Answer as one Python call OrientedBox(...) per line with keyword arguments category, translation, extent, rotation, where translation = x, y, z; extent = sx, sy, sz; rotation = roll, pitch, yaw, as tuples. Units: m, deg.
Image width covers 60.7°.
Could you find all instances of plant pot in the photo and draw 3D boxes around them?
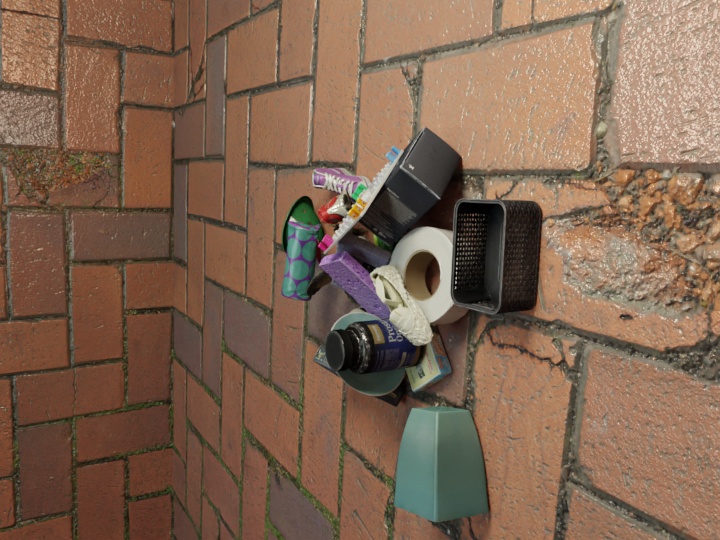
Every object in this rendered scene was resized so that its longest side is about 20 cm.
OrientedBox(category="plant pot", translation=(0.165, 0.385, 1.260), extent=(0.141, 0.140, 0.202), rotation=(-9, 78, 58))

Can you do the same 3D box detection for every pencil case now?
OrientedBox(category="pencil case", translation=(-0.156, -0.025, 1.588), extent=(0.092, 0.084, 0.202), rotation=(-133, 49, -70))

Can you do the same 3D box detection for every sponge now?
OrientedBox(category="sponge", translation=(0.003, 0.036, 1.390), extent=(0.030, 0.200, 0.111), rotation=(-56, 22, -23))

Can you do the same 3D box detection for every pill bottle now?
OrientedBox(category="pill bottle", translation=(0.029, 0.163, 1.320), extent=(0.112, 0.199, 0.113), rotation=(6, 97, 58))

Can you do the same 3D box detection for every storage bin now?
OrientedBox(category="storage bin", translation=(0.246, -0.029, 1.130), extent=(0.135, 0.093, 0.202), rotation=(13, 104, 57))

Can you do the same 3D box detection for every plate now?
OrientedBox(category="plate", translation=(0.013, 0.189, 1.384), extent=(0.026, 0.199, 0.202), rotation=(-47, 54, 48))

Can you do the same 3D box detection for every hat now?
OrientedBox(category="hat", translation=(-0.109, -0.093, 1.719), extent=(0.175, 0.166, 0.201), rotation=(18, 80, 22))

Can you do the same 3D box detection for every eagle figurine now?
OrientedBox(category="eagle figurine", translation=(-0.038, -0.013, 1.555), extent=(0.151, 0.151, 0.202), rotation=(13, 92, 25))

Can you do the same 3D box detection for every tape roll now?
OrientedBox(category="tape roll", translation=(0.149, 0.012, 1.278), extent=(0.202, 0.070, 0.205), rotation=(-6, 82, 48))

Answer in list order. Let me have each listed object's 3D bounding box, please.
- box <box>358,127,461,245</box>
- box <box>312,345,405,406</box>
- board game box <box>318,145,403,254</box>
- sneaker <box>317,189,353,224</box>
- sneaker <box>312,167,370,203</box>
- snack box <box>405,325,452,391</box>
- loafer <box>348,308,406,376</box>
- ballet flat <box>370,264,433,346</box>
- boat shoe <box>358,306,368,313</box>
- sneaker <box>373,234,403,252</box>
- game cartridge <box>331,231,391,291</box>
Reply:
OrientedBox(category="box", translation=(0.097, -0.172, 1.283), extent=(0.200, 0.104, 0.148), rotation=(-42, 14, 51))
OrientedBox(category="box", translation=(-0.007, 0.254, 1.499), extent=(0.199, 0.157, 0.051), rotation=(7, 65, 58))
OrientedBox(category="board game box", translation=(-0.002, -0.147, 1.287), extent=(0.201, 0.026, 0.200), rotation=(-60, 11, -32))
OrientedBox(category="sneaker", translation=(-0.061, -0.148, 1.484), extent=(0.200, 0.084, 0.078), rotation=(-34, -75, -84))
OrientedBox(category="sneaker", translation=(-0.059, -0.218, 1.586), extent=(0.200, 0.113, 0.073), rotation=(31, 116, 52))
OrientedBox(category="snack box", translation=(0.130, 0.157, 1.382), extent=(0.116, 0.037, 0.201), rotation=(-47, 54, 49))
OrientedBox(category="loafer", translation=(0.035, 0.182, 1.467), extent=(0.201, 0.070, 0.070), rotation=(55, 158, 10))
OrientedBox(category="ballet flat", translation=(0.075, 0.073, 1.258), extent=(0.201, 0.071, 0.072), rotation=(61, 139, 31))
OrientedBox(category="boat shoe", translation=(0.023, 0.114, 1.529), extent=(0.074, 0.060, 0.202), rotation=(30, 118, 53))
OrientedBox(category="sneaker", translation=(0.071, -0.082, 1.445), extent=(0.083, 0.074, 0.202), rotation=(-11, 80, 34))
OrientedBox(category="game cartridge", translation=(0.000, 0.000, 1.414), extent=(0.129, 0.038, 0.201), rotation=(29, 148, 12))
